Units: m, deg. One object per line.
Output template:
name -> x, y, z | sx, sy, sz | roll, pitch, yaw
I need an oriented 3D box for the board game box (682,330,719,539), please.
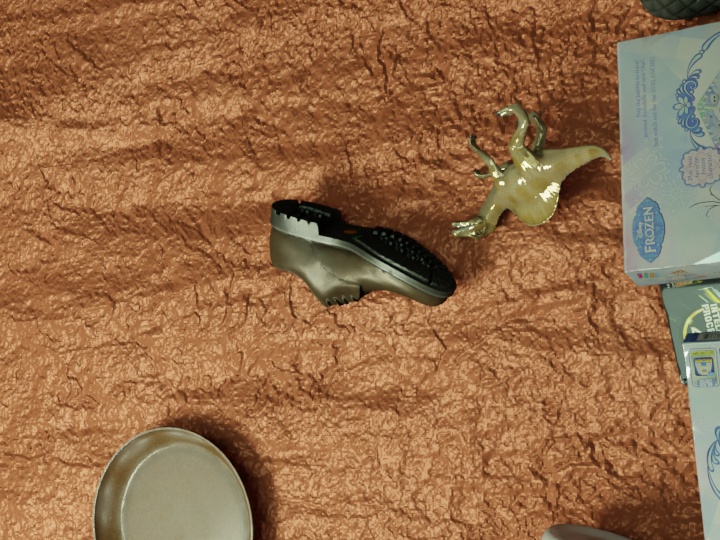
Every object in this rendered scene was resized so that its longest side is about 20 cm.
board game box -> 0.359, 0.140, 0.851 | 0.200, 0.043, 0.199 | -5, 98, 23

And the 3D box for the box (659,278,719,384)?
box -> 0.320, -0.019, 0.907 | 0.161, 0.049, 0.200 | -13, 81, 22

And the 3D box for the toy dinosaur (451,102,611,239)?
toy dinosaur -> 0.152, -0.093, 0.981 | 0.200, 0.058, 0.101 | -33, 70, 49

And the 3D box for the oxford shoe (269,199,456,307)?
oxford shoe -> 0.000, 0.000, 1.063 | 0.200, 0.073, 0.085 | 22, 113, 28

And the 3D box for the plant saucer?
plant saucer -> -0.189, 0.261, 1.152 | 0.200, 0.032, 0.201 | -2, 85, 26

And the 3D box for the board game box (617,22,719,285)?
board game box -> 0.302, -0.098, 0.857 | 0.199, 0.043, 0.200 | -6, 71, 27

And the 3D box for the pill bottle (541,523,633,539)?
pill bottle -> 0.180, 0.320, 0.921 | 0.109, 0.109, 0.200 | 16, 94, 26

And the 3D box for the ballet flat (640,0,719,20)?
ballet flat -> 0.326, -0.255, 0.915 | 0.200, 0.057, 0.067 | -20, 79, 24
